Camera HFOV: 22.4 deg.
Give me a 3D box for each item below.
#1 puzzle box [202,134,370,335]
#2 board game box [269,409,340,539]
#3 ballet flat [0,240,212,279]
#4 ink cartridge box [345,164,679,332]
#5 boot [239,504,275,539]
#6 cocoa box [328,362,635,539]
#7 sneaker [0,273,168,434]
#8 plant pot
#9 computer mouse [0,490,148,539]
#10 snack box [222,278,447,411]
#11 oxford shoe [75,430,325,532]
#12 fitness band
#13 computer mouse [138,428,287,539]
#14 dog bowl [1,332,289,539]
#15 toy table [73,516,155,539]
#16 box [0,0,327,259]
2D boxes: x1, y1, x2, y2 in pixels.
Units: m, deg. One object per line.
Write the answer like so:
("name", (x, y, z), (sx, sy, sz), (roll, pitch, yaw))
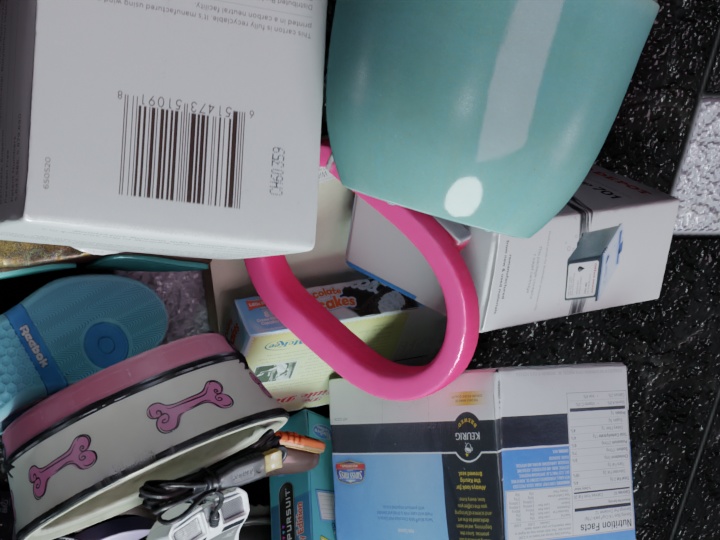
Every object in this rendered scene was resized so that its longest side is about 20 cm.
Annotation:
("puzzle box", (-0.025, -0.036, 1.350), (0.198, 0.025, 0.134), (-17, 124, -20))
("board game box", (-0.001, 0.225, 1.406), (0.047, 0.202, 0.150), (-27, 143, 37))
("ballet flat", (-0.192, -0.028, 1.245), (0.198, 0.071, 0.071), (-4, 119, -29))
("ink cartridge box", (0.111, -0.028, 1.322), (0.199, 0.146, 0.087), (-10, 117, -42))
("boot", (-0.049, 0.276, 1.425), (0.210, 0.159, 0.079), (20, 147, -36))
("cocoa box", (0.085, 0.139, 1.322), (0.132, 0.199, 0.133), (0, 85, -37))
("sneaker", (-0.234, 0.069, 1.249), (0.199, 0.131, 0.080), (-21, 83, -25))
("plant pot", (0.067, -0.113, 1.126), (0.199, 0.200, 0.162), (14, 95, -33))
("computer mouse", (-0.212, 0.205, 1.348), (0.198, 0.059, 0.034), (12, 139, -14))
("snack box", (-0.011, 0.055, 1.376), (0.198, 0.037, 0.117), (-9, 145, -25))
("oxford shoe", (-0.123, 0.155, 1.349), (0.198, 0.071, 0.073), (-5, 86, -5))
("fitness band", (0.000, 0.000, 1.249), (0.037, 0.200, 0.144), (-21, 147, -53))
("computer mouse", (-0.117, 0.172, 1.257), (0.109, 0.044, 0.200), (-27, 161, -29))
("dog bowl", (-0.152, 0.110, 1.221), (0.199, 0.074, 0.200), (-25, 170, -5))
("toy table", (-0.205, 0.293, 1.384), (0.200, 0.117, 0.184), (-47, 128, 4))
("box", (-0.135, -0.114, 1.130), (0.197, 0.130, 0.202), (5, 85, -31))
